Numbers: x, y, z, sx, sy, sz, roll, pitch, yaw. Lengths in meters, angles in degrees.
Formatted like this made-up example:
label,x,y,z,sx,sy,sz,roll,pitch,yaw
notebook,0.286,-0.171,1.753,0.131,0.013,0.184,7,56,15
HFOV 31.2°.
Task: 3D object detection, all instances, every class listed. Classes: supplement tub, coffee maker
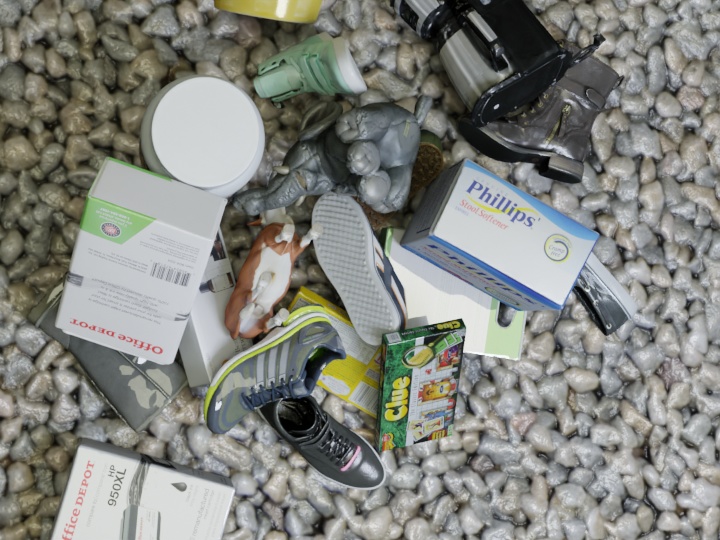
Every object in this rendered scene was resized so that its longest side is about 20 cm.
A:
label,x,y,z,sx,sy,sz,roll,pitch,yaw
supplement tub,-0.190,-0.153,1.532,0.144,0.200,0.147,0,89,-10
coffee maker,0.165,-0.309,1.624,0.191,0.135,0.201,-23,74,-33

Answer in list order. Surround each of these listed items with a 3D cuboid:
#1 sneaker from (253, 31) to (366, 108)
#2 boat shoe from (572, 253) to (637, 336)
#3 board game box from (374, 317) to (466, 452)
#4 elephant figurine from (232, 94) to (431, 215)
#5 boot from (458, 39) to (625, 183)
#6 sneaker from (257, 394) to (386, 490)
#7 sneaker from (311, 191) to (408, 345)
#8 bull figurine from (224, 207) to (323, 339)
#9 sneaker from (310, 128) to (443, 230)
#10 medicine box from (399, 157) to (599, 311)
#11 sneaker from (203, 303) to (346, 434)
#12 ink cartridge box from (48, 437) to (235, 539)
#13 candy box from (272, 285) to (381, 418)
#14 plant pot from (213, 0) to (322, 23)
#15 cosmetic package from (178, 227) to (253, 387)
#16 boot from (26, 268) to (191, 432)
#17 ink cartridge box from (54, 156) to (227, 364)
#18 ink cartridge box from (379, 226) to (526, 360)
label,x,y,z,sx,sy,sz,roll,pitch,yaw
sneaker,-0.065,-0.230,1.564,0.117,0.200,0.074,-28,110,-5
boat shoe,0.281,0.003,1.688,0.200,0.069,0.057,45,82,-9
board game box,0.072,0.145,1.600,0.104,0.024,0.201,-10,134,-12
elephant figurine,-0.035,-0.137,1.537,0.154,0.199,0.143,3,87,-46
boot,0.237,-0.222,1.691,0.198,0.069,0.176,20,80,-14
sneaker,-0.045,0.214,1.606,0.199,0.099,0.071,39,82,-8
sneaker,0.000,0.000,1.598,0.078,0.079,0.202,-23,78,17
bull figurine,-0.108,-0.010,1.570,0.065,0.121,0.202,24,69,-21
sneaker,0.025,-0.111,1.641,0.199,0.090,0.067,-34,110,21
medicine box,0.161,-0.038,1.548,0.181,0.200,0.104,28,85,-6
sneaker,-0.103,0.127,1.540,0.200,0.081,0.074,-42,141,-4
ink cartridge box,-0.268,0.302,1.570,0.198,0.084,0.146,17,86,-10
candy box,-0.016,0.110,1.629,0.199,0.026,0.103,31,112,-9
plant pot,-0.102,-0.405,1.566,0.198,0.201,0.191,6,103,-10
cosmetic package,-0.194,0.034,1.589,0.082,0.050,0.202,-18,93,-40
boot,-0.283,0.070,1.578,0.200,0.073,0.182,42,96,-1
ink cartridge box,-0.250,-0.007,1.458,0.144,0.084,0.201,19,128,-7
ink cartridge box,0.115,0.031,1.664,0.198,0.048,0.147,9,87,-10
